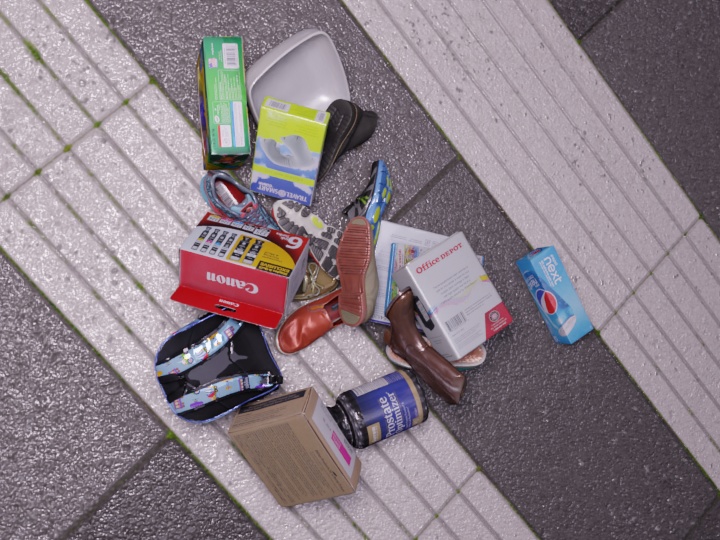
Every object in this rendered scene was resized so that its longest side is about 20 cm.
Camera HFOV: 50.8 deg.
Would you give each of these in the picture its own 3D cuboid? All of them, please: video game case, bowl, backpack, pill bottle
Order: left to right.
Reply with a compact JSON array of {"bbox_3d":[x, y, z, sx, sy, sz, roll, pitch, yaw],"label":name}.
[{"bbox_3d":[-0.261,0.167,1.344,0.198,0.134,0.185,-26,96,-18],"label":"backpack"},{"bbox_3d":[-0.125,-0.335,1.407,0.199,0.075,0.201,-40,142,-14],"label":"bowl"},{"bbox_3d":[0.021,0.271,1.445,0.198,0.112,0.113,-20,94,-18],"label":"pill bottle"},{"bbox_3d":[0.147,0.030,1.504,0.197,0.018,0.145,8,86,-18],"label":"video game case"}]

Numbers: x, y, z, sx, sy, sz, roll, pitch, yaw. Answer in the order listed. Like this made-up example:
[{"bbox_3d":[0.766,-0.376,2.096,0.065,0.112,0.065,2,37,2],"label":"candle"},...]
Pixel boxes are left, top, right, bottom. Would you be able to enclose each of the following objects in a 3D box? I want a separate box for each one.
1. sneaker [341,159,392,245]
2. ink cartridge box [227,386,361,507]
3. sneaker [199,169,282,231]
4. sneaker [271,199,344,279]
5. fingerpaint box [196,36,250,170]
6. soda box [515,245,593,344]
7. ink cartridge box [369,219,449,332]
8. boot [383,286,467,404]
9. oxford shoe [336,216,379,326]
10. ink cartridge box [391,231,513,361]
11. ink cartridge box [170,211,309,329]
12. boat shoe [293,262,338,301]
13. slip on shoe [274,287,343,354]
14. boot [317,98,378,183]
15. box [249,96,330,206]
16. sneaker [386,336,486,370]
[{"bbox_3d":[0.007,-0.128,1.472,0.082,0.071,0.202,10,73,25],"label":"sneaker"},{"bbox_3d":[-0.114,0.317,1.349,0.163,0.075,0.201,-18,117,22],"label":"ink cartridge box"},{"bbox_3d":[-0.216,-0.102,1.391,0.200,0.095,0.080,43,76,-12],"label":"sneaker"},{"bbox_3d":[-0.087,-0.064,1.428,0.200,0.085,0.077,45,79,-19],"label":"sneaker"},{"bbox_3d":[-0.248,-0.292,1.351,0.072,0.167,0.203,-4,90,-16],"label":"fingerpaint box"},{"bbox_3d":[0.412,0.052,1.609,0.067,0.064,0.202,-30,96,-17],"label":"soda box"},{"bbox_3d":[0.105,0.018,1.521,0.197,0.041,0.203,13,84,-18],"label":"ink cartridge box"},{"bbox_3d":[0.129,0.144,1.389,0.064,0.187,0.200,-33,62,-23],"label":"boot"},{"bbox_3d":[0.000,0.000,1.412,0.074,0.070,0.203,-7,105,-58],"label":"oxford shoe"},{"bbox_3d":[0.174,0.050,1.445,0.145,0.083,0.202,-30,89,-21],"label":"ink cartridge box"},{"bbox_3d":[-0.207,-0.003,1.313,0.197,0.176,0.085,14,125,5],"label":"ink cartridge box"},{"bbox_3d":[-0.131,0.022,1.430,0.198,0.063,0.074,-3,88,-20],"label":"boat shoe"},{"bbox_3d":[-0.078,0.093,1.447,0.199,0.061,0.075,-31,99,-16],"label":"slip on shoe"},{"bbox_3d":[-0.045,-0.231,1.469,0.078,0.138,0.200,48,113,17],"label":"boot"},{"bbox_3d":[-0.131,-0.203,1.367,0.120,0.202,0.048,15,40,-1],"label":"box"},{"bbox_3d":[0.149,0.174,1.517,0.197,0.080,0.072,4,69,3],"label":"sneaker"}]
